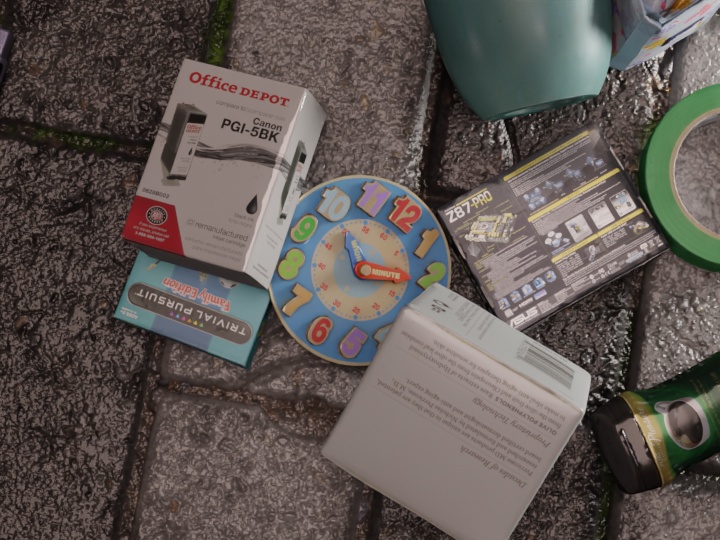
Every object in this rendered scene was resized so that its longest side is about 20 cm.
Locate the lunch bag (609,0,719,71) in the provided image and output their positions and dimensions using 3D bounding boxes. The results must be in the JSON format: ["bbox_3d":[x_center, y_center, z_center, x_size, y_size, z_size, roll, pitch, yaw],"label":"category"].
[{"bbox_3d":[0.326,-0.315,1.504,0.127,0.170,0.201,24,79,2],"label":"lunch bag"}]

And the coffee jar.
[{"bbox_3d":[0.340,0.151,1.473,0.199,0.085,0.105,-23,84,-3],"label":"coffee jar"}]

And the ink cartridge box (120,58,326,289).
[{"bbox_3d":[-0.138,-0.100,1.463,0.146,0.083,0.201,15,81,16],"label":"ink cartridge box"}]

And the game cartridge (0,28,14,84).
[{"bbox_3d":[-0.468,-0.185,1.567,0.129,0.038,0.201,16,82,8],"label":"game cartridge"}]

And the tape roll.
[{"bbox_3d":[0.399,-0.099,1.529,0.199,0.048,0.202,0,81,1],"label":"tape roll"}]

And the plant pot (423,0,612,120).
[{"bbox_3d":[0.172,-0.246,1.489,0.200,0.201,0.162,-12,91,-1],"label":"plant pot"}]

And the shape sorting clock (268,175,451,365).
[{"bbox_3d":[0.000,0.000,1.503,0.199,0.039,0.201,0,88,-15],"label":"shape sorting clock"}]

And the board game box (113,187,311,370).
[{"bbox_3d":[-0.154,-0.015,1.527,0.150,0.047,0.201,20,82,4],"label":"board game box"}]

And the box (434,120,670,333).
[{"bbox_3d":[0.202,-0.041,1.524,0.199,0.049,0.162,-30,84,-3],"label":"box"}]

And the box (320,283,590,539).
[{"bbox_3d":[0.100,0.140,1.405,0.199,0.199,0.172,30,101,6],"label":"box"}]
